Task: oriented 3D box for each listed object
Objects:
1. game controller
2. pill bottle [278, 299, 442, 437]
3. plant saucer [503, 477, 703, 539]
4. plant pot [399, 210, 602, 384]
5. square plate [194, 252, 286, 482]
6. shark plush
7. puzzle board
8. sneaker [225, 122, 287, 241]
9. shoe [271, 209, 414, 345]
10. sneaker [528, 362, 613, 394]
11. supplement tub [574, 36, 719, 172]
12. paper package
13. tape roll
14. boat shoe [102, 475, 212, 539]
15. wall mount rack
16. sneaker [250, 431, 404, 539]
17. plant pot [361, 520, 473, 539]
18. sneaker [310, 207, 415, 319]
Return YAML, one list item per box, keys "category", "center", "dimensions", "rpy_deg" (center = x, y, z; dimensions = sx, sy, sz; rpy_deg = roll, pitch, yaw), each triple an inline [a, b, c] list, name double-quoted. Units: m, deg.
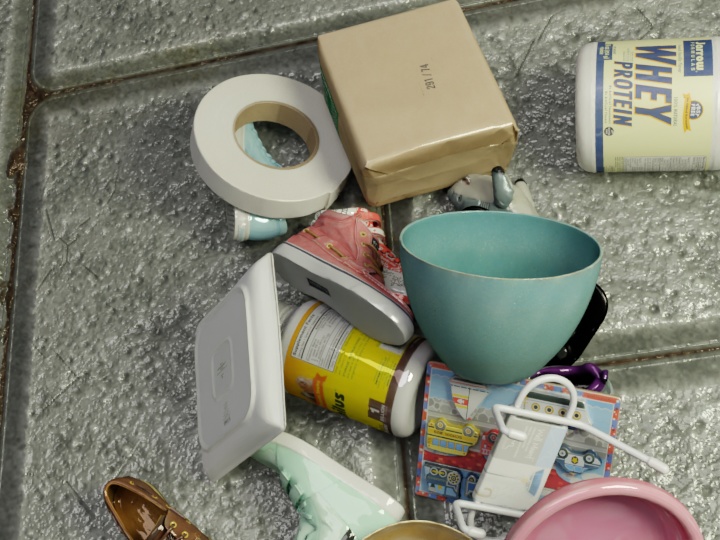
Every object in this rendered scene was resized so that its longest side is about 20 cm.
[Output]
- category: "game controller"
  center: [0.170, 0.016, 1.159]
  dimensions: [0.200, 0.042, 0.105]
  rpy_deg: [36, 115, 20]
- category: "pill bottle"
  center: [-0.018, 0.100, 1.165]
  dimensions: [0.199, 0.109, 0.110]
  rpy_deg: [19, 72, 22]
- category: "plant saucer"
  center: [0.222, 0.275, 1.004]
  dimensions: [0.199, 0.202, 0.051]
  rpy_deg: [-22, 22, 4]
- category: "plant pot"
  center: [0.135, 0.034, 1.069]
  dimensions: [0.199, 0.200, 0.136]
  rpy_deg: [10, 112, 18]
- category: "square plate"
  center: [-0.140, 0.109, 1.164]
  dimensions: [0.028, 0.200, 0.199]
  rpy_deg: [8, 61, -28]
- category: "shark plush"
  center: [0.176, -0.027, 1.219]
  dimensions: [0.083, 0.091, 0.201]
  rpy_deg: [-32, 82, 20]
- category: "puzzle board"
  center: [0.156, 0.182, 1.086]
  dimensions: [0.199, 0.017, 0.152]
  rpy_deg: [9, 107, 18]
- category: "sneaker"
  center: [-0.128, -0.118, 1.325]
  dimensions: [0.081, 0.074, 0.201]
  rpy_deg: [3, 58, -17]
- category: "shoe"
  center: [0.000, 0.000, 1.134]
  dimensions: [0.199, 0.072, 0.091]
  rpy_deg: [29, 60, 37]
- category: "sneaker"
  center: [0.164, 0.128, 1.117]
  dimensions: [0.198, 0.088, 0.075]
  rpy_deg: [-12, 62, 9]
- category: "supplement tub"
  center: [0.341, -0.183, 1.177]
  dimensions: [0.198, 0.145, 0.146]
  rpy_deg: [0, 67, 15]
- category: "paper package"
  center: [0.062, -0.197, 1.261]
  dimensions: [0.189, 0.104, 0.201]
  rpy_deg: [-16, 63, -8]
- category: "tape roll"
  center: [-0.105, -0.153, 1.289]
  dimensions: [0.201, 0.037, 0.204]
  rpy_deg: [9, 54, -12]
- category: "boat shoe"
  center: [-0.210, 0.297, 1.151]
  dimensions: [0.200, 0.068, 0.072]
  rpy_deg: [37, 80, 25]
- category: "wall mount rack"
  center: [0.190, 0.209, 1.036]
  dimensions: [0.173, 0.075, 0.201]
  rpy_deg: [13, 111, -14]
- category: "sneaker"
  center: [-0.066, 0.252, 1.127]
  dimensions: [0.200, 0.074, 0.119]
  rpy_deg: [27, 70, 21]
- category: "plant pot"
  center: [0.056, 0.349, 1.043]
  dimensions: [0.198, 0.027, 0.202]
  rpy_deg: [4, 72, -13]
- category: "sneaker"
  center: [0.021, -0.013, 1.229]
  dimensions: [0.200, 0.067, 0.109]
  rpy_deg: [12, 73, 22]
